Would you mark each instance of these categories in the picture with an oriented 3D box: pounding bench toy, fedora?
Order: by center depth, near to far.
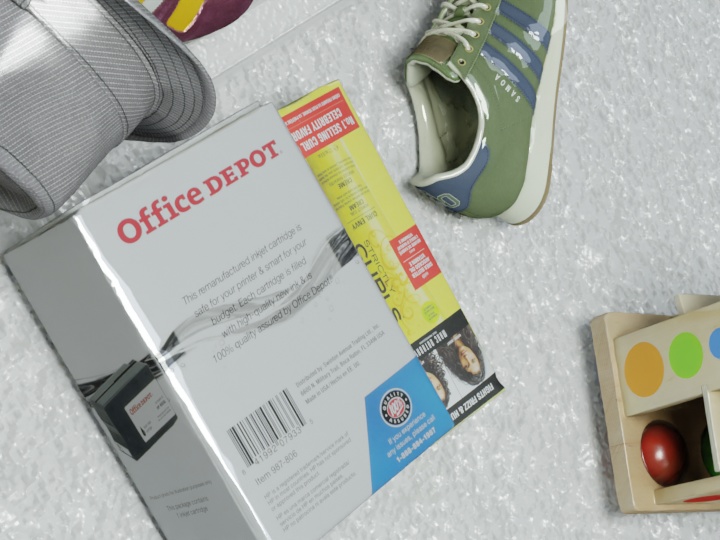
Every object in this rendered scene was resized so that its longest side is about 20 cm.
[{"bbox_3d":[-0.174,-0.090,0.813,0.200,0.177,0.091,39,66,-20],"label":"fedora"},{"bbox_3d":[0.263,0.078,1.099,0.199,0.156,0.125,4,72,-37],"label":"pounding bench toy"}]

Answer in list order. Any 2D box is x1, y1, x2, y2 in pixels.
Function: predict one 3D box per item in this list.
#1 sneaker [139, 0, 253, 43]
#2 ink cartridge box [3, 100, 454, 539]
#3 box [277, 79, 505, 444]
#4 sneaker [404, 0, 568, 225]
[{"bbox_3d":[-0.124,-0.164,0.924,0.199,0.090,0.075,-6,79,-38],"label":"sneaker"},{"bbox_3d":[-0.065,0.036,0.906,0.144,0.084,0.201,-34,98,-40],"label":"ink cartridge box"},{"bbox_3d":[0.000,0.000,0.990,0.075,0.050,0.201,-31,95,-39],"label":"box"},{"bbox_3d":[0.069,-0.131,1.062,0.090,0.067,0.201,5,86,-36],"label":"sneaker"}]
